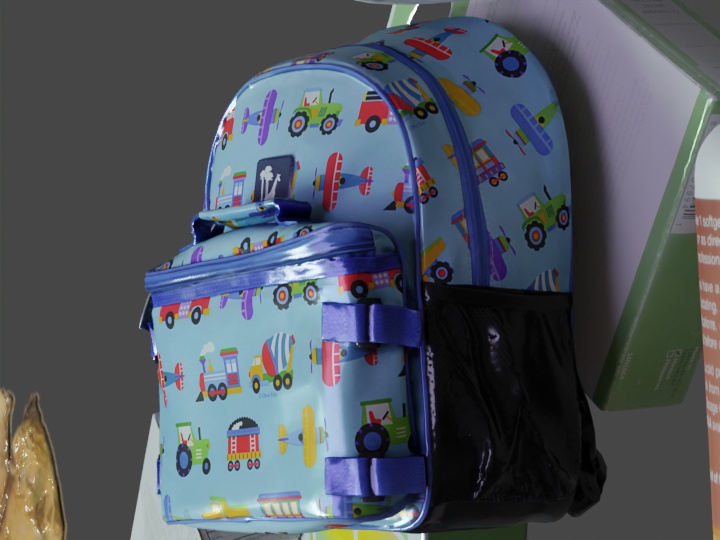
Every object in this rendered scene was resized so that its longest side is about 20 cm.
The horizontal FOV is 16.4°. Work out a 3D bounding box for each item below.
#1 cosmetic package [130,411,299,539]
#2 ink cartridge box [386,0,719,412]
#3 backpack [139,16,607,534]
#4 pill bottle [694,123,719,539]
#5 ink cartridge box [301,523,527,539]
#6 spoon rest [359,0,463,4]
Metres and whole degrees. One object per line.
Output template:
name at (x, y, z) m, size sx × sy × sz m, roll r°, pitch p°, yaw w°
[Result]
cosmetic package at (-0.076, 0.145, 1.246) m, size 0.200 × 0.050 × 0.083 m, roll 107°, pitch 145°, yaw -59°
ink cartridge box at (0.080, -0.058, 1.021) m, size 0.200 × 0.048 × 0.146 m, roll 49°, pitch 133°, yaw 44°
backpack at (0.000, 0.000, 0.990) m, size 0.182 × 0.134 × 0.201 m, roll -1°, pitch 90°, yaw 53°
pill bottle at (0.169, 0.006, 0.835) m, size 0.112 × 0.112 × 0.201 m, roll 2°, pitch 98°, yaw 57°
ink cartridge box at (0.023, 0.119, 1.126) m, size 0.104 × 0.059 × 0.201 m, roll 22°, pitch 113°, yaw 55°
spoon rest at (0.085, -0.142, 0.948) m, size 0.199 × 0.061 × 0.100 m, roll -13°, pitch 69°, yaw 27°
